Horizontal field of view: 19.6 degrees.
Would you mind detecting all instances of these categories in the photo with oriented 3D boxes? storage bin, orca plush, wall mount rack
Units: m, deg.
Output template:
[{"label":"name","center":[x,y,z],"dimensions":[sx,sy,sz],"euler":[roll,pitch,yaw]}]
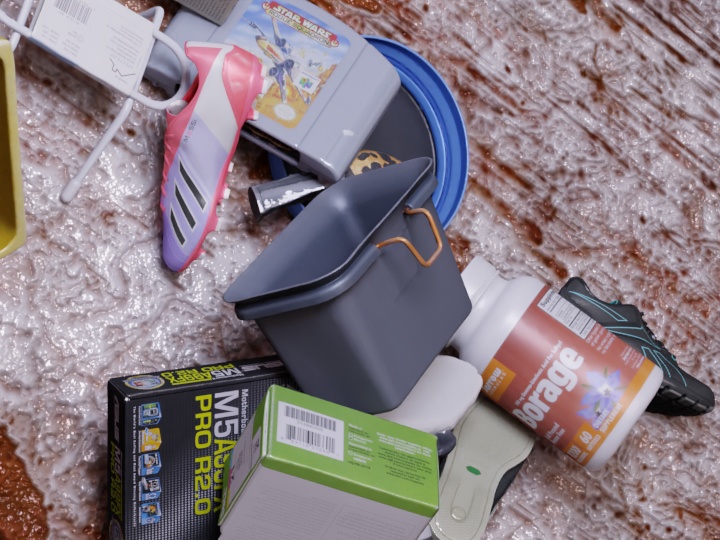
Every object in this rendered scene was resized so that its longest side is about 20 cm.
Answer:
[{"label":"storage bin","center":[0.011,0.019,1.656],"dimensions":[0.135,0.145,0.200],"euler":[62,39,-19]},{"label":"orca plush","center":[0.019,0.132,1.752],"dimensions":[0.105,0.071,0.200],"euler":[49,45,-1]},{"label":"wall mount rack","center":[-0.243,-0.163,1.695],"dimensions":[0.199,0.074,0.175],"euler":[29,68,-30]}]

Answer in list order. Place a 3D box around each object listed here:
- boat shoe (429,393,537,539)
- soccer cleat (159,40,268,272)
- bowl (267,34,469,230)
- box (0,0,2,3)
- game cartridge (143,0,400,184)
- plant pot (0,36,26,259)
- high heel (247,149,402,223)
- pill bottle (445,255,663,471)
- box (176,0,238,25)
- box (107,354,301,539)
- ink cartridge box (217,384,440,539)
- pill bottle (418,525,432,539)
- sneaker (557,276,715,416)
[{"label":"boat shoe","center":[0.100,0.180,1.856],"dimensions":[0.071,0.068,0.201],"euler":[31,50,2]},{"label":"soccer cleat","center":[-0.137,-0.095,1.723],"dimensions":[0.076,0.067,0.201],"euler":[17,113,-11]},{"label":"bowl","center":[0.005,-0.108,1.862],"dimensions":[0.199,0.039,0.203],"euler":[7,77,-30]},{"label":"box","center":[-0.318,-0.256,1.613],"dimensions":[0.021,0.201,0.164],"euler":[17,58,14]},{"label":"game cartridge","center":[-0.073,-0.173,1.782],"dimensions":[0.199,0.042,0.134],"euler":[29,68,7]},{"label":"plant pot","center":[-0.383,-0.104,1.528],"dimensions":[0.195,0.195,0.200],"euler":[-27,50,-31]},{"label":"high heel","center":[0.000,0.000,1.774],"dimensions":[0.141,0.071,0.202],"euler":[-17,86,-17]},{"label":"pill bottle","center":[0.160,0.079,1.850],"dimensions":[0.199,0.112,0.112],"euler":[35,63,6]},{"label":"box","center":[-0.180,-0.291,1.738],"dimensions":[0.199,0.082,0.069],"euler":[29,65,-9]},{"label":"box","center":[-0.123,0.176,1.676],"dimensions":[0.159,0.044,0.202],"euler":[-6,109,-26]},{"label":"ink cartridge box","center":[-0.045,0.199,1.644],"dimensions":[0.147,0.201,0.076],"euler":[19,41,-16]},{"label":"pill bottle","center":[0.013,0.271,1.751],"dimensions":[0.113,0.114,0.202],"euler":[-10,85,-31]},{"label":"sneaker","center":[0.259,0.075,1.958],"dimensions":[0.199,0.075,0.080],"euler":[28,65,-24]}]
